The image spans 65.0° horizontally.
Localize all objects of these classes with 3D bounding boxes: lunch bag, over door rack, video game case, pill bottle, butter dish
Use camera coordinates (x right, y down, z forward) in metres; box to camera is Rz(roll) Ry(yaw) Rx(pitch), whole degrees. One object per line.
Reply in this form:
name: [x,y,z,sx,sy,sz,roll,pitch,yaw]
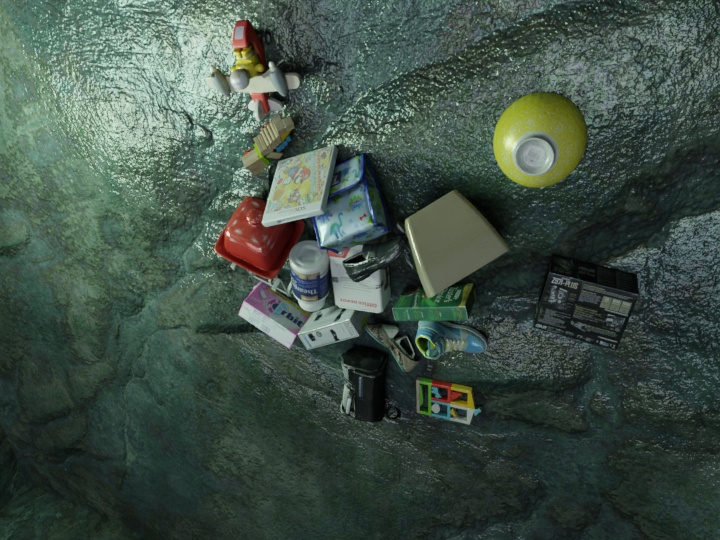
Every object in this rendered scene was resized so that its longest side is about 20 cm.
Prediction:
lunch bag: [-0.036,-0.168,1.394,0.167,0.127,0.204,-19,75,21]
over door rack: [-0.264,0.009,1.607,0.145,0.200,0.068,26,86,9]
video game case: [-0.150,-0.210,1.400,0.179,0.204,0.023,-9,145,29]
pill bottle: [-0.139,0.022,1.569,0.109,0.112,0.202,18,142,13]
butter dish: [-0.271,-0.113,1.489,0.197,0.202,0.148,26,160,8]

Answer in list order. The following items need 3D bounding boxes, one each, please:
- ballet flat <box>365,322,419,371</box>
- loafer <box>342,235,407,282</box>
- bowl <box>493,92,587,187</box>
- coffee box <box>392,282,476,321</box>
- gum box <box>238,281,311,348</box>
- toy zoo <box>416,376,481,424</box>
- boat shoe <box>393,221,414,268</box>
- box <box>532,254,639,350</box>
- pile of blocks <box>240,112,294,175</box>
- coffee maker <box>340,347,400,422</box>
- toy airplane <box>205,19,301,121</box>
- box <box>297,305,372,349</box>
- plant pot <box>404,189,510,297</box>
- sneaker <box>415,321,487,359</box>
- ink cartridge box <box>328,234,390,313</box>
ballet flat: [0.100,0.205,1.627,0.075,0.068,0.200,-37,106,14]
loafer: [0.032,-0.036,1.391,0.199,0.069,0.070,-30,111,39]
bowl: [0.369,-0.257,1.181,0.196,0.108,0.204,12,124,18]
coffee box: [0.194,0.081,1.464,0.196,0.123,0.045,-3,117,27]
gum box: [-0.261,0.129,1.705,0.198,0.114,0.067,33,128,2]
toy zoo: [0.263,0.391,1.685,0.196,0.021,0.134,8,122,20]
boat shoe: [0.149,-0.039,1.442,0.062,0.075,0.200,-39,108,25]
box: [0.524,0.075,1.327,0.196,0.086,0.167,14,125,16]
pile of blocks: [-0.234,-0.332,1.447,0.199,0.081,0.063,-38,70,32]
coffee maker: [0.034,0.345,1.712,0.187,0.136,0.203,1,124,-3]
toy airplane: [-0.258,-0.448,1.329,0.199,0.142,0.200,43,127,-7]
box: [-0.073,0.154,1.633,0.197,0.117,0.061,-20,111,32]
plant pot: [0.200,-0.066,1.300,0.197,0.200,0.179,-30,86,2]
sneaker: [0.236,0.202,1.511,0.196,0.131,0.081,17,125,14]
ink cartridge box: [0.000,0.000,1.524,0.144,0.083,0.204,7,122,21]
